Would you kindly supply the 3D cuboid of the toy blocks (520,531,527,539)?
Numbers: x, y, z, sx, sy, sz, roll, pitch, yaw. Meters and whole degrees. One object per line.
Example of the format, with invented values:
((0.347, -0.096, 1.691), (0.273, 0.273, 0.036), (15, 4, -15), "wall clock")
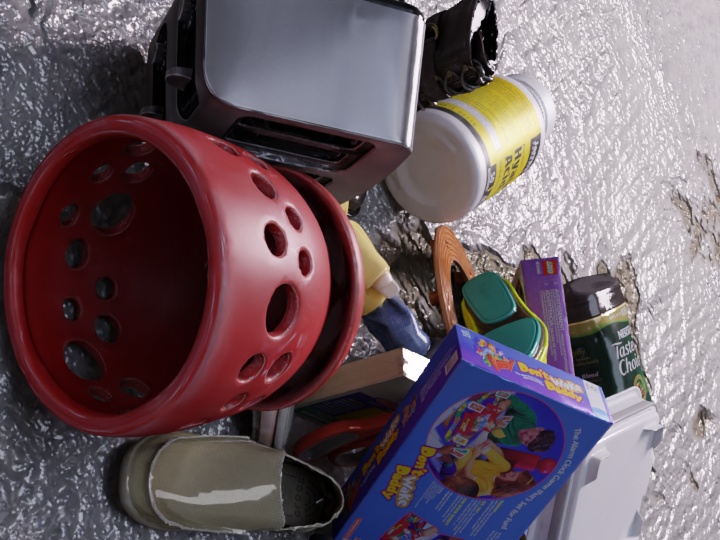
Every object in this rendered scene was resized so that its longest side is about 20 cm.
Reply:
((0.143, 0.301, 1.088), (0.199, 0.100, 0.138), (-13, 77, -51), "toy blocks")

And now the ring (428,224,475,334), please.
((0.099, 0.055, 1.102), (0.200, 0.019, 0.202), (-15, 90, -75), "ring")

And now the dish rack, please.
((0.220, 0.204, 1.064), (0.199, 0.043, 0.173), (-10, 112, -54), "dish rack")

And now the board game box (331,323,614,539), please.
((0.081, 0.151, 0.901), (0.134, 0.201, 0.045), (24, 28, -16), "board game box")

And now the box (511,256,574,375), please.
((0.176, 0.071, 1.134), (0.200, 0.039, 0.138), (63, 21, -81), "box")

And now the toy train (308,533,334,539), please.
((-0.051, 0.299, 0.862), (0.114, 0.085, 0.201), (59, 42, -33), "toy train")

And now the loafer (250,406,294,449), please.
((-0.073, 0.039, 0.916), (0.072, 0.062, 0.202), (-86, -175, -87), "loafer")

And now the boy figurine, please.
((0.000, 0.000, 0.988), (0.064, 0.124, 0.201), (-33, 91, -12), "boy figurine")

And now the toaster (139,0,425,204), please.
((-0.055, -0.134, 0.865), (0.199, 0.181, 0.120), (10, 75, -22), "toaster")

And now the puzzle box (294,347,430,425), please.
((0.049, 0.120, 0.984), (0.199, 0.132, 0.026), (28, 54, -42), "puzzle box")

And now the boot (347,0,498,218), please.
((0.043, -0.152, 1.023), (0.069, 0.173, 0.201), (32, 56, -40), "boot")

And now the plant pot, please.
((-0.111, 0.005, 0.788), (0.182, 0.199, 0.202), (2, 78, -56), "plant pot")

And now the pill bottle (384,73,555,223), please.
((0.115, -0.131, 1.151), (0.200, 0.111, 0.112), (-36, 106, -48), "pill bottle")

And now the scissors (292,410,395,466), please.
((0.033, 0.117, 0.918), (0.073, 0.199, 0.014), (26, 46, -41), "scissors")

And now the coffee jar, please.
((0.260, 0.107, 1.270), (0.104, 0.085, 0.201), (-20, 94, -50), "coffee jar")

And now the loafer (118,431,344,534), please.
((-0.088, 0.157, 0.863), (0.199, 0.068, 0.076), (15, 68, -46), "loafer")

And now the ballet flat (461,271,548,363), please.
((0.129, 0.065, 0.999), (0.200, 0.066, 0.067), (-98, 164, -68), "ballet flat")
